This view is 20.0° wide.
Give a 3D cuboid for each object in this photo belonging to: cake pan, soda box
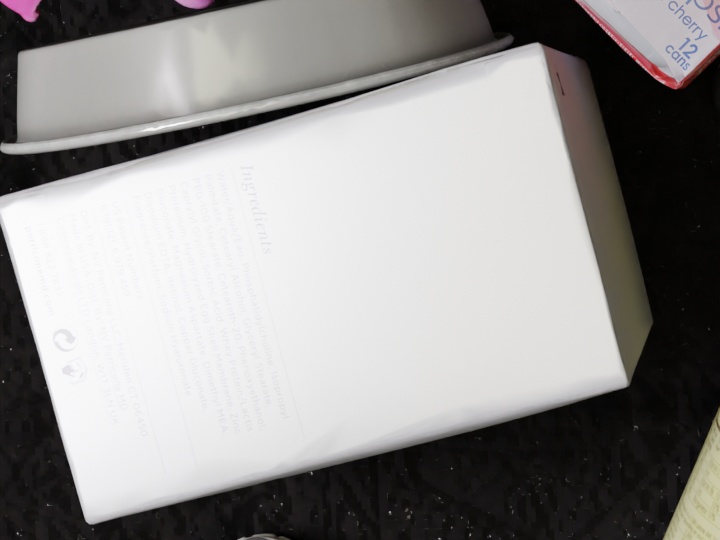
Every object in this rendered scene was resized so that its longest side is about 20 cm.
[{"bbox_3d":[-0.042,-0.083,0.774,0.198,0.200,0.037,-11,98,11],"label":"cake pan"},{"bbox_3d":[0.118,-0.111,0.743,0.063,0.200,0.070,45,101,3],"label":"soda box"}]

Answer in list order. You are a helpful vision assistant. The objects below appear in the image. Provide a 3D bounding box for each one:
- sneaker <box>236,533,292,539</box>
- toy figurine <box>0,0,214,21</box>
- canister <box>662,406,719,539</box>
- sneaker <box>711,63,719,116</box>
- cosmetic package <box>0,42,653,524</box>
[{"bbox_3d":[-0.100,0.185,0.867,0.200,0.085,0.077,-45,86,11],"label":"sneaker"},{"bbox_3d":[-0.070,-0.154,0.759,0.199,0.184,0.150,33,140,3],"label":"toy figurine"},{"bbox_3d":[0.208,0.064,0.785,0.147,0.087,0.202,23,110,9],"label":"canister"},{"bbox_3d":[0.226,-0.116,0.796,0.072,0.083,0.199,43,126,-18],"label":"sneaker"},{"bbox_3d":[0.000,0.000,0.775,0.198,0.199,0.124,-17,91,12],"label":"cosmetic package"}]
